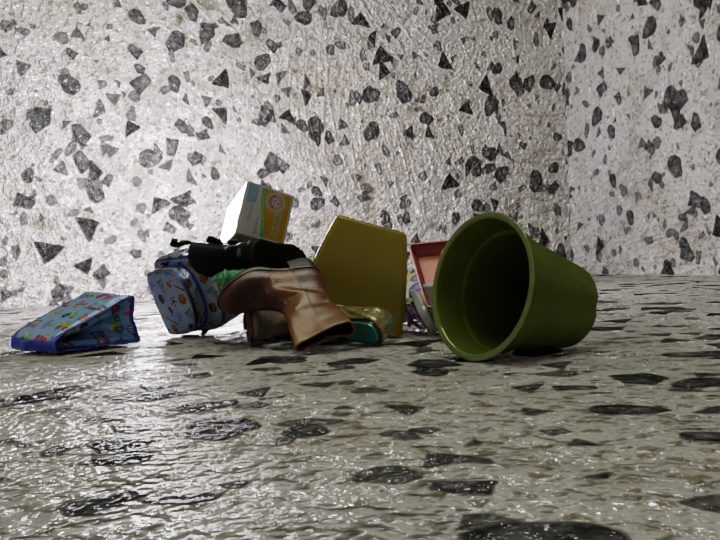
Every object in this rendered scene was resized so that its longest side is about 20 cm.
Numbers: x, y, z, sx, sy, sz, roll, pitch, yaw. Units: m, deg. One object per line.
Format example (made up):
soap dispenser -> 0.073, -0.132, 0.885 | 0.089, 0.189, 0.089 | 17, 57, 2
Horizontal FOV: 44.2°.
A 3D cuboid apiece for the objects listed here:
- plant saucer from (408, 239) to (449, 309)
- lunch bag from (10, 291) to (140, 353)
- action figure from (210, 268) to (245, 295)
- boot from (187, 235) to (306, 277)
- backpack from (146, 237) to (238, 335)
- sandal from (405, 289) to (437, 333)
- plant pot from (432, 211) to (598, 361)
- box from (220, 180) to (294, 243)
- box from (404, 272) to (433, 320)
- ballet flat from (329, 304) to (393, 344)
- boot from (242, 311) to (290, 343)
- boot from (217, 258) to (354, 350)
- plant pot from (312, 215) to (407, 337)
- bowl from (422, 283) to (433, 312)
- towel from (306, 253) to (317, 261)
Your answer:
plant saucer -> 0.208, 0.011, 1.783 | 0.195, 0.037, 0.202 | -5, 39, -6
lunch bag -> -0.529, 0.107, 1.618 | 0.148, 0.097, 0.198 | 2, 13, 39
action figure -> -0.220, 0.033, 1.600 | 0.115, 0.056, 0.200 | -12, -15, 7
boot -> -0.211, -0.017, 1.676 | 0.165, 0.078, 0.199 | 1, -10, 31
backpack -> -0.325, 0.036, 1.789 | 0.188, 0.204, 0.154 | -11, 20, 38
sandal -> 0.105, 0.082, 1.670 | 0.049, 0.084, 0.203 | -30, 1, 0
plant pot -> 0.234, 0.038, 1.260 | 0.187, 0.205, 0.198 | 13, -8, -35
box -> -0.213, -0.088, 1.784 | 0.099, 0.115, 0.200 | 16, -16, -16
box -> 0.134, 0.051, 1.847 | 0.196, 0.049, 0.118 | -7, 32, 34
ballet flat -> -0.027, 0.086, 1.507 | 0.197, 0.073, 0.070 | 4, 5, 38
boot -> -0.139, 0.092, 1.617 | 0.142, 0.072, 0.200 | 0, 1, -11
boot -> -0.126, 0.073, 1.451 | 0.184, 0.070, 0.201 | -11, 37, -18
plant pot -> 0.000, 0.000, 1.651 | 0.195, 0.181, 0.200 | 15, 3, 0
bowl -> 0.208, 0.066, 1.564 | 0.196, 0.093, 0.201 | -2, 1, 0
towel -> -0.118, 0.020, 1.828 | 0.196, 0.037, 0.149 | -17, 31, -14
